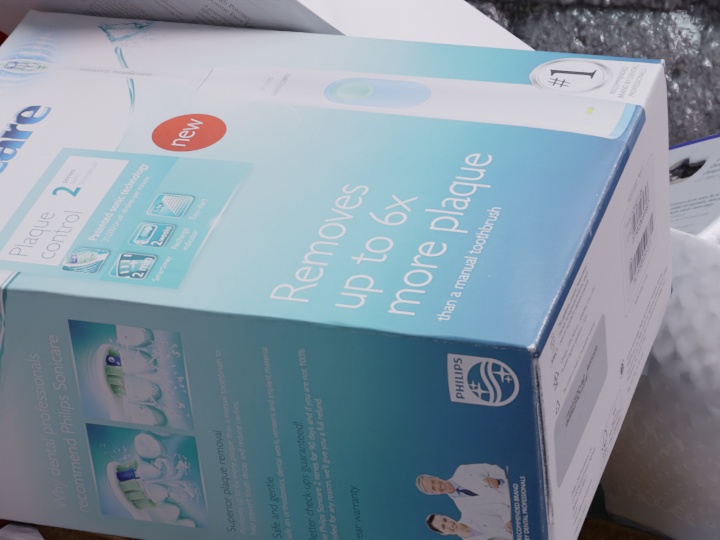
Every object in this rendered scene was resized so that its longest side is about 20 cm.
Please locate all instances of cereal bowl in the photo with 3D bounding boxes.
[{"bbox_3d":[0.140,0.064,0.907,0.200,0.083,0.200,28,-7,4],"label":"cereal bowl"}]

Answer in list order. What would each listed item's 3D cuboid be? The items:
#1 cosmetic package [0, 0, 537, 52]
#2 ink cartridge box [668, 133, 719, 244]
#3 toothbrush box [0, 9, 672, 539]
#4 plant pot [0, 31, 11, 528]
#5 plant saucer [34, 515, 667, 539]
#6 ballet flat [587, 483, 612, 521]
[{"bbox_3d":[-0.014,-0.062,0.864,0.200,0.051,0.083,35,-44,-9],"label":"cosmetic package"},{"bbox_3d":[0.082,0.019,1.118,0.200,0.041,0.200,-40,10,-20],"label":"ink cartridge box"},{"bbox_3d":[-0.025,0.003,0.785,0.200,0.085,0.146,6,35,19],"label":"toothbrush box"},{"bbox_3d":[-0.196,-0.005,0.921,0.200,0.201,0.182,4,-7,-38],"label":"plant pot"},{"bbox_3d":[-0.002,0.092,0.843,0.200,0.035,0.200,5,2,0],"label":"plant saucer"},{"bbox_3d":[0.147,0.086,1.041,0.064,0.067,0.200,22,13,41],"label":"ballet flat"}]
